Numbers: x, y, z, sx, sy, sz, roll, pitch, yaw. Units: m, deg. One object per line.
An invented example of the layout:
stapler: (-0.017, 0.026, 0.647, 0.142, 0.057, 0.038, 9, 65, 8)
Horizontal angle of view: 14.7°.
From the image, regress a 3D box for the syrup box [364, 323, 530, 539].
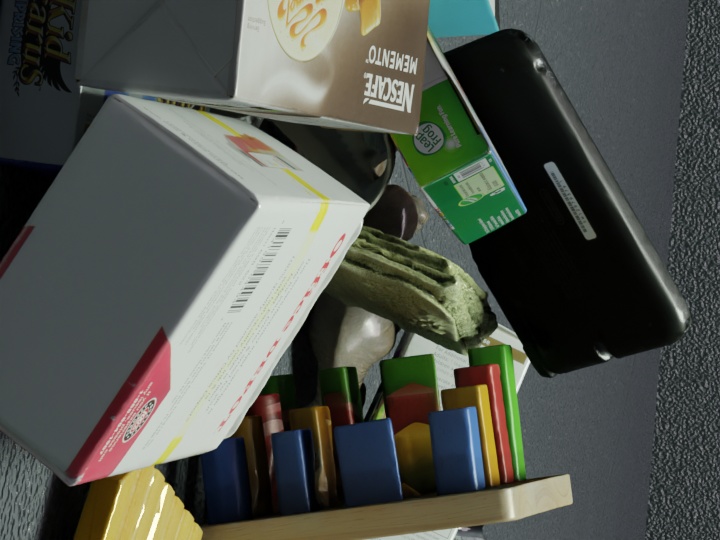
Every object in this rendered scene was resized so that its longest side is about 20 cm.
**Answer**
syrup box: (0.034, 0.123, 1.781, 0.079, 0.081, 0.201, 142, -28, -82)

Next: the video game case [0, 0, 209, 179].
video game case: (-0.108, -0.128, 1.273, 0.200, 0.045, 0.183, 14, 84, -77)

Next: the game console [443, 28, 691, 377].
game console: (0.105, -0.054, 1.604, 0.116, 0.175, 0.201, -43, 106, -40)

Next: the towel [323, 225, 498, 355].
towel: (0.000, 0.000, 1.580, 0.200, 0.148, 0.037, 43, 70, -78)

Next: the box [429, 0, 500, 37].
box: (0.043, -0.210, 1.605, 0.200, 0.049, 0.083, 60, 28, -68)

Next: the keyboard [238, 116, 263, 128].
keyboard: (-0.054, -0.121, 1.581, 0.200, 0.011, 0.057, -64, 157, -55)

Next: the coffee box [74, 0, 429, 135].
coffee box: (-0.041, -0.125, 1.233, 0.200, 0.079, 0.115, 7, 90, -67)

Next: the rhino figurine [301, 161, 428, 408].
rhino figurine: (-0.003, 0.030, 1.762, 0.087, 0.059, 0.201, -42, 144, -78)

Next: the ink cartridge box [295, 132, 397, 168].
ink cartridge box: (-0.010, -0.117, 1.632, 0.200, 0.050, 0.110, -40, 128, -68)

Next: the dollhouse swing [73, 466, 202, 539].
dollhouse swing: (-0.073, 0.217, 1.352, 0.176, 0.181, 0.200, -58, 159, -15)

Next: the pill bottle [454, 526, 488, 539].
pill bottle: (0.046, 0.249, 1.977, 0.106, 0.106, 0.201, 14, 83, -77)

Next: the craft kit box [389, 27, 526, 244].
craft kit box: (0.015, -0.120, 1.427, 0.198, 0.048, 0.200, 65, 4, 11)

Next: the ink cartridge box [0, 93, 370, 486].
ink cartridge box: (-0.086, 0.008, 1.234, 0.146, 0.083, 0.200, -57, 168, 7)

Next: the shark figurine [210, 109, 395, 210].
shark figurine: (-0.044, -0.084, 1.445, 0.128, 0.089, 0.215, 67, -2, -64)

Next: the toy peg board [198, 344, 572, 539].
toy peg board: (0.000, 0.098, 1.552, 0.199, 0.199, 0.098, 10, 72, -76)
